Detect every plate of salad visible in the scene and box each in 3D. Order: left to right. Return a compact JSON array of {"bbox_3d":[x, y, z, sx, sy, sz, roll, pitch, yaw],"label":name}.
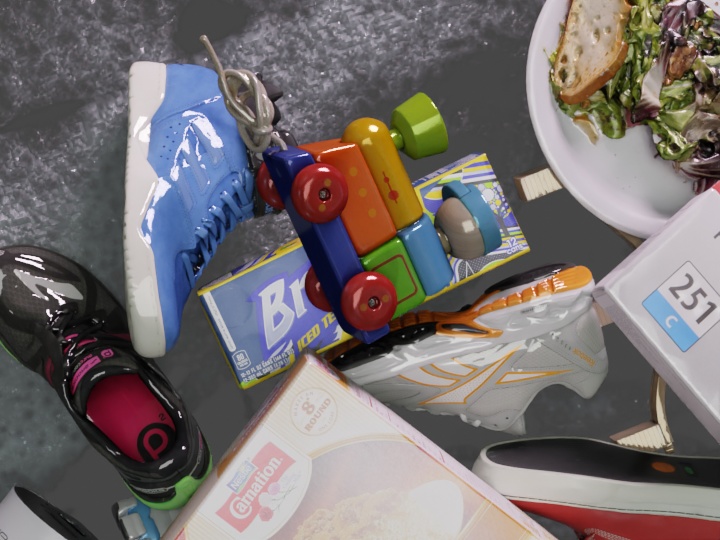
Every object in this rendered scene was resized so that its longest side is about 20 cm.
[{"bbox_3d":[0.202,-0.118,1.362,0.198,0.048,0.202,1,86,-10],"label":"plate of salad"}]

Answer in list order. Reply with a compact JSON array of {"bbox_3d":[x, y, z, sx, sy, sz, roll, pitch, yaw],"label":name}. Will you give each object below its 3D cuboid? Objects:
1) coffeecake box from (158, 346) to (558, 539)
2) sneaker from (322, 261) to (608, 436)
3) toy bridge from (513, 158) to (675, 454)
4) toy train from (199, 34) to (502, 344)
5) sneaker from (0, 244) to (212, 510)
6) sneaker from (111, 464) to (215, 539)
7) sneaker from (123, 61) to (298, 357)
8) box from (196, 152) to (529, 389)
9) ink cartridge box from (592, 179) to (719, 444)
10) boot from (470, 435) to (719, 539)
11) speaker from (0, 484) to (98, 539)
[{"bbox_3d":[0.000,0.168,1.278,0.200,0.073,0.154,37,92,-5],"label":"coffeecake box"},{"bbox_3d":[0.061,0.070,1.350,0.199,0.076,0.093,-18,104,10],"label":"sneaker"},{"bbox_3d":[0.163,0.023,1.382,0.067,0.027,0.201,-21,94,-3],"label":"toy bridge"},{"bbox_3d":[-0.001,-0.070,1.268,0.115,0.085,0.201,-29,107,-14],"label":"toy train"},{"bbox_3d":[-0.160,0.055,1.324,0.077,0.084,0.200,-42,77,-13],"label":"sneaker"},{"bbox_3d":[-0.069,0.210,1.354,0.086,0.075,0.201,-32,93,-8],"label":"sneaker"},{"bbox_3d":[-0.087,-0.039,1.312,0.110,0.077,0.201,1,55,-5],"label":"sneaker"},{"bbox_3d":[0.000,0.000,1.354,0.199,0.064,0.070,-26,93,-2],"label":"box"},{"bbox_3d":[0.269,0.030,1.316,0.176,0.045,0.200,-41,90,-9],"label":"ink cartridge box"},{"bbox_3d":[0.158,0.184,1.358,0.198,0.072,0.145,9,109,-5],"label":"boot"},{"bbox_3d":[-0.240,0.233,1.339,0.081,0.081,0.200,38,89,-4],"label":"speaker"}]
